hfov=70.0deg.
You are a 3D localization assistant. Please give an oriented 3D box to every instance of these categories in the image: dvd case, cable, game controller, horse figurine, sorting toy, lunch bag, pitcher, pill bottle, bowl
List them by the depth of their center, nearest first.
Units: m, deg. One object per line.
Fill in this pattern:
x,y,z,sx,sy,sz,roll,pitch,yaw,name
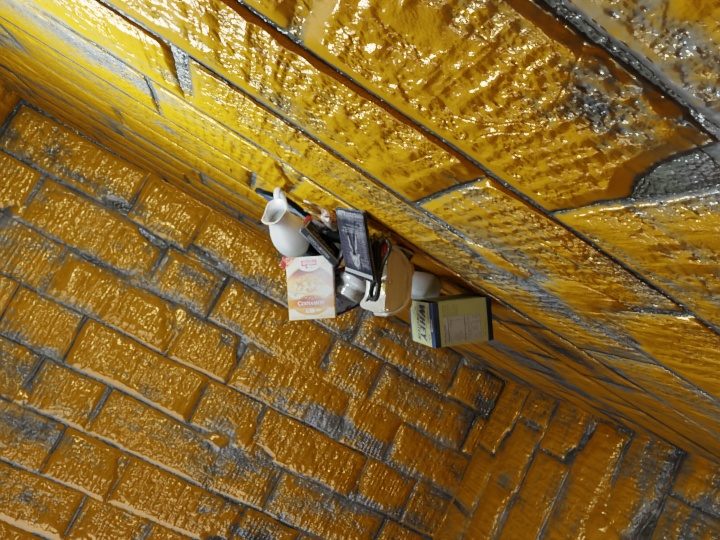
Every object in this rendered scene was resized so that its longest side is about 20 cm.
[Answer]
0.062,-0.013,1.452,0.050,0.203,0.097,0,180,-37,cable
-0.014,-0.075,1.457,0.016,0.203,0.148,-19,-160,-29,dvd case
0.063,0.044,1.539,0.106,0.203,0.179,15,166,-39,sorting toy
-0.026,-0.100,1.607,0.197,0.043,0.104,12,-170,3,game controller
-0.123,-0.090,1.612,0.150,0.025,0.200,46,-172,-9,dvd case
-0.107,-0.161,1.617,0.131,0.050,0.200,27,173,18,horse figurine
-0.239,-0.154,1.672,0.119,0.174,0.201,-8,143,16,pitcher
0.000,0.000,1.717,0.111,0.202,0.112,28,173,4,pill bottle
0.173,0.060,1.773,0.197,0.076,0.200,9,165,18,bowl
-0.036,0.059,1.859,0.170,0.198,0.125,41,152,61,lunch bag
-0.280,-0.241,1.861,0.199,0.018,0.142,24,171,42,dvd case

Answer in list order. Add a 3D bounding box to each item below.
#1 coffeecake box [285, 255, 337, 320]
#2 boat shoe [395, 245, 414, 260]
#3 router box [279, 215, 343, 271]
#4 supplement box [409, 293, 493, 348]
-0.159,0.056,1.687,0.151,0.203,0.073,-4,180,3,coffeecake box
0.108,-0.037,1.599,0.071,0.060,0.200,31,171,-15,boat shoe
-0.153,-0.058,1.769,0.178,0.202,0.049,28,174,9,router box
0.281,0.154,1.624,0.197,0.137,0.200,-5,-179,-16,supplement box
